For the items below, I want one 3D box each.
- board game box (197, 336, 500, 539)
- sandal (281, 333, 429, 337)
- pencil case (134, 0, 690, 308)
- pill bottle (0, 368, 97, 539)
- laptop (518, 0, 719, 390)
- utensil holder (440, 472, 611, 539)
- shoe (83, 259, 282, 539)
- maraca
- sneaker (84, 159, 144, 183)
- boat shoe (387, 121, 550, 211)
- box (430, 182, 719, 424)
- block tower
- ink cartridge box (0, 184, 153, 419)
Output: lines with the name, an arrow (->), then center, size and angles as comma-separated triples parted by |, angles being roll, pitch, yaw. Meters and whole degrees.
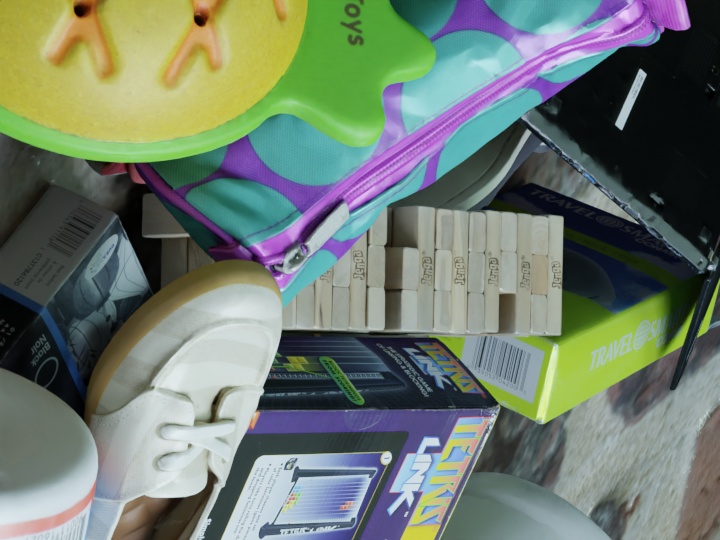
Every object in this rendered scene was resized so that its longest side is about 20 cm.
board game box -> -0.052, 0.122, 1.166 | 0.165, 0.057, 0.201 | 2, 122, -42
sandal -> -0.008, 0.056, 1.294 | 0.200, 0.081, 0.055 | 83, 10, -58
pencil case -> 0.017, -0.066, 1.042 | 0.200, 0.092, 0.085 | -36, 136, -7
pill bottle -> -0.163, 0.141, 1.001 | 0.112, 0.112, 0.201 | -21, 131, -54
laptop -> 0.144, -0.076, 1.341 | 0.200, 0.103, 0.178 | 38, 60, -24
utensil holder -> 0.033, 0.225, 1.432 | 0.200, 0.169, 0.171 | -36, 142, -40
shoe -> -0.073, 0.079, 1.026 | 0.070, 0.054, 0.201 | -4, 138, -38
maraca -> -0.068, -0.100, 0.965 | 0.107, 0.199, 0.138 | 140, -52, -61
sneaker -> -0.072, -0.068, 1.107 | 0.087, 0.074, 0.200 | -47, 149, -2
boat shoe -> 0.044, -0.042, 1.319 | 0.200, 0.072, 0.063 | -45, 145, -44
box -> 0.093, 0.010, 1.397 | 0.200, 0.121, 0.048 | -22, 130, -54
block tower -> 0.000, 0.000, 1.173 | 0.199, 0.054, 0.058 | 5, 84, -44
ink cartridge box -> -0.115, 0.062, 1.153 | 0.100, 0.039, 0.200 | -54, 153, -22
